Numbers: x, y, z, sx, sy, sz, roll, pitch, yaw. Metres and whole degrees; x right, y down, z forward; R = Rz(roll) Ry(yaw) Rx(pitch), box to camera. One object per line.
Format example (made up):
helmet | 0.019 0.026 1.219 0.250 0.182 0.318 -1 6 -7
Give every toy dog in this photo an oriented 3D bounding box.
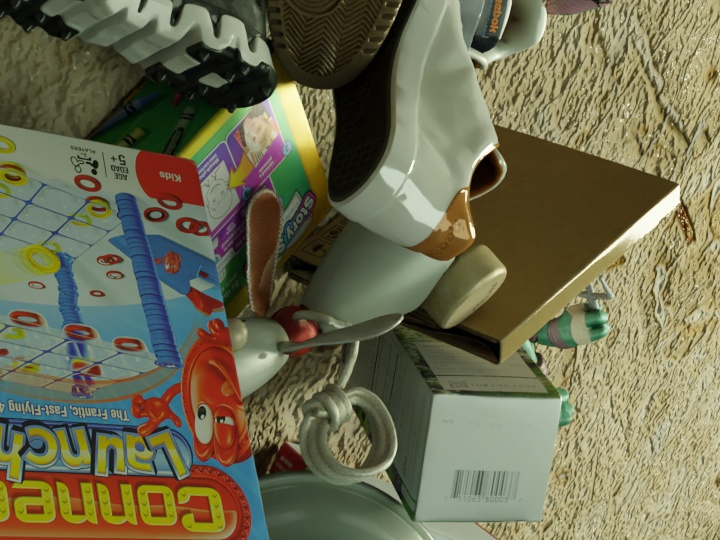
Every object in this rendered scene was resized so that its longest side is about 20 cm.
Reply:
toy dog | 0.000 0.000 0.865 0.201 0.131 0.097 -54 172 -37

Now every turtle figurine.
turtle figurine | 0.110 0.014 1.135 0.201 0.099 0.151 85 -4 -46

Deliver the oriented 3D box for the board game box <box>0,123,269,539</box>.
board game box | -0.145 0.037 0.672 0.199 0.198 0.056 8 147 -38

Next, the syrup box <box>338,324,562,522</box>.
syrup box | 0.048 0.070 0.992 0.078 0.200 0.082 3 108 -15

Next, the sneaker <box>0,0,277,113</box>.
sneaker | -0.116 -0.150 0.762 0.199 0.066 0.091 24 61 -42

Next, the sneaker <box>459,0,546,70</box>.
sneaker | 0.037 -0.163 0.959 0.199 0.079 0.079 -7 115 -52

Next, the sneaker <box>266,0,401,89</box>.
sneaker | -0.002 -0.198 0.846 0.109 0.069 0.202 -79 178 -75

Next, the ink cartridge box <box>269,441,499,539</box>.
ink cartridge box | -0.010 0.235 1.012 0.144 0.145 0.202 24 89 -18

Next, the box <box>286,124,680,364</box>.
box | 0.078 -0.025 1.017 0.200 0.162 0.021 -37 135 -39

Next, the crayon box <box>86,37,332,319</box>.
crayon box | -0.103 -0.019 0.856 0.200 0.058 0.119 -49 143 -27

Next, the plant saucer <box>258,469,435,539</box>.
plant saucer | -0.031 0.213 0.902 0.198 0.050 0.203 -2 96 -16

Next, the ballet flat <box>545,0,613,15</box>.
ballet flat | 0.095 -0.243 0.988 0.201 0.071 0.069 62 15 -18

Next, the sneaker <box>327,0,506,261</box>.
sneaker | 0.034 -0.082 0.850 0.084 0.073 0.201 34 42 -23
